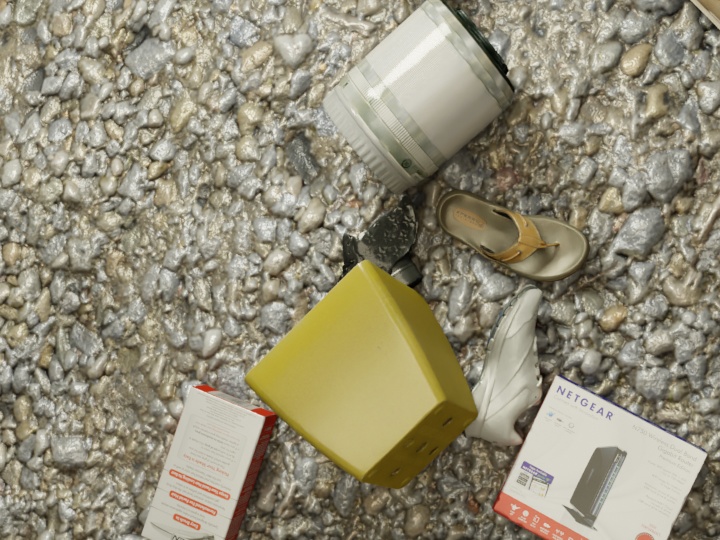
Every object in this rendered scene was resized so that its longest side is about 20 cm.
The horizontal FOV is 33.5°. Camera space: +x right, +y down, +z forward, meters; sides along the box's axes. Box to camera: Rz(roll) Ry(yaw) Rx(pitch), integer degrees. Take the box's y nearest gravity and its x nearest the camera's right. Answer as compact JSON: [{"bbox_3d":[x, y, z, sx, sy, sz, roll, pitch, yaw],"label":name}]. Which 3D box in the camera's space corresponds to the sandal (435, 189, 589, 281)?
[{"bbox_3d":[0.180,-0.044,1.461,0.197,0.054,0.082,23,93,14],"label":"sandal"}]

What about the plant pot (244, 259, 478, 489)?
[{"bbox_3d":[0.020,0.140,1.396,0.200,0.200,0.177,-43,64,8],"label":"plant pot"}]

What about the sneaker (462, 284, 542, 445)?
[{"bbox_3d":[0.187,0.116,1.449,0.086,0.074,0.203,19,100,9],"label":"sneaker"}]

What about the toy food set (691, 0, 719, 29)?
[{"bbox_3d":[0.487,-0.357,1.399,0.200,0.060,0.144,-44,78,8],"label":"toy food set"}]

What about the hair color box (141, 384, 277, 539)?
[{"bbox_3d":[-0.193,0.261,1.533,0.109,0.064,0.203,20,91,13],"label":"hair color box"}]

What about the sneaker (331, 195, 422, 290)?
[{"bbox_3d":[-0.001,0.000,1.504,0.198,0.060,0.105,-31,82,5],"label":"sneaker"}]

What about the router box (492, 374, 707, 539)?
[{"bbox_3d":[0.282,0.249,1.423,0.198,0.049,0.182,26,93,14],"label":"router box"}]

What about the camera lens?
[{"bbox_3d":[0.074,-0.211,1.442,0.199,0.160,0.161,-41,79,9],"label":"camera lens"}]
